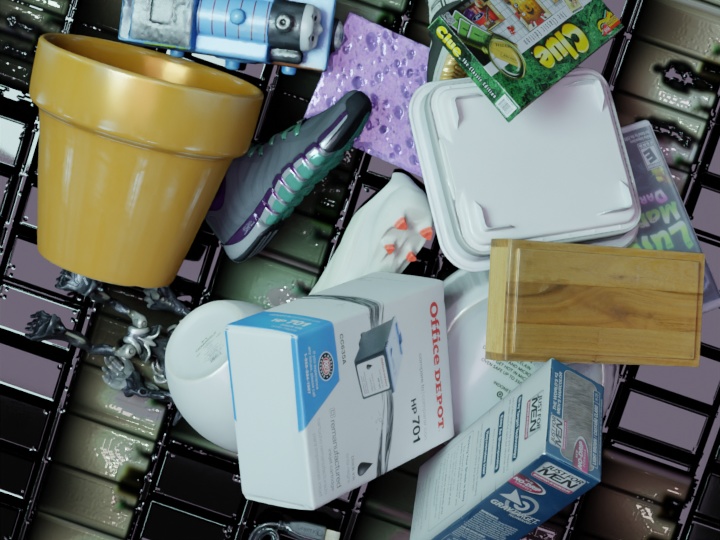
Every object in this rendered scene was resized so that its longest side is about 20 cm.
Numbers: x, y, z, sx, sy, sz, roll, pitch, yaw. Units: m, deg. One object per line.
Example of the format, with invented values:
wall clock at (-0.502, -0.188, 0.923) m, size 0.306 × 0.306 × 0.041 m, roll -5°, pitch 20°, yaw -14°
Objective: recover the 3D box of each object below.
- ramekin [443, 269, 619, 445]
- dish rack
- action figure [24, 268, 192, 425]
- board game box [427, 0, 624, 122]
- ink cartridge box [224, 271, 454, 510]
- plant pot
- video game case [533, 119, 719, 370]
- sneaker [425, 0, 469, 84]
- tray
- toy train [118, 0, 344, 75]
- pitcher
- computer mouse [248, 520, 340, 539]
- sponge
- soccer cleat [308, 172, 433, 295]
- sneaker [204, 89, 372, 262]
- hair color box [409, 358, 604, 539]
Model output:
ramekin at (0.140, 0.089, 1.432) m, size 0.200 × 0.094 × 0.205 m, roll 0°, pitch 97°, yaw 2°
dish rack at (0.149, -0.095, 1.352) m, size 0.198 × 0.044 × 0.174 m, roll -9°, pitch 79°, yaw -22°
action figure at (-0.199, 0.061, 1.442) m, size 0.199 × 0.102 × 0.120 m, roll 29°, pitch 88°, yaw -28°
board game box at (0.147, -0.209, 1.357) m, size 0.105 × 0.200 × 0.023 m, roll 50°, pitch 135°, yaw -1°
ink cartridge box at (-0.013, 0.095, 1.320) m, size 0.085 × 0.199 × 0.148 m, roll 5°, pitch 106°, yaw 40°
plant pot at (-0.201, -0.091, 1.376) m, size 0.198 × 0.200 × 0.185 m, roll 15°, pitch 102°, yaw 0°
video game case at (0.208, -0.024, 1.389) m, size 0.198 × 0.023 × 0.184 m, roll -18°, pitch 83°, yaw -25°
sneaker at (0.084, -0.251, 1.407) m, size 0.087 × 0.075 × 0.202 m, roll 13°, pitch 86°, yaw 29°
tray at (0.201, 0.029, 1.329) m, size 0.198 × 0.037 × 0.100 m, roll 3°, pitch 89°, yaw -26°
toy train at (-0.115, -0.222, 1.391) m, size 0.198 × 0.114 × 0.088 m, roll 10°, pitch 97°, yaw 6°
pitcher at (-0.068, 0.095, 1.398) m, size 0.172 × 0.121 × 0.200 m, roll -45°, pitch 134°, yaw -3°
computer mouse at (-0.030, 0.316, 1.493) m, size 0.198 × 0.046 × 0.142 m, roll 19°, pitch 92°, yaw 5°
sponge at (0.057, -0.146, 1.441) m, size 0.198 × 0.030 × 0.113 m, roll 24°, pitch 96°, yaw -1°
soccer cleat at (0.000, 0.000, 1.447) m, size 0.069 × 0.078 × 0.201 m, roll 24°, pitch 118°, yaw -29°
sneaker at (-0.078, -0.102, 1.417) m, size 0.088 × 0.074 × 0.200 m, roll 45°, pitch 110°, yaw 6°
hair color box at (0.121, 0.171, 1.324) m, size 0.060 × 0.101 × 0.200 m, roll 27°, pitch 135°, yaw -18°
